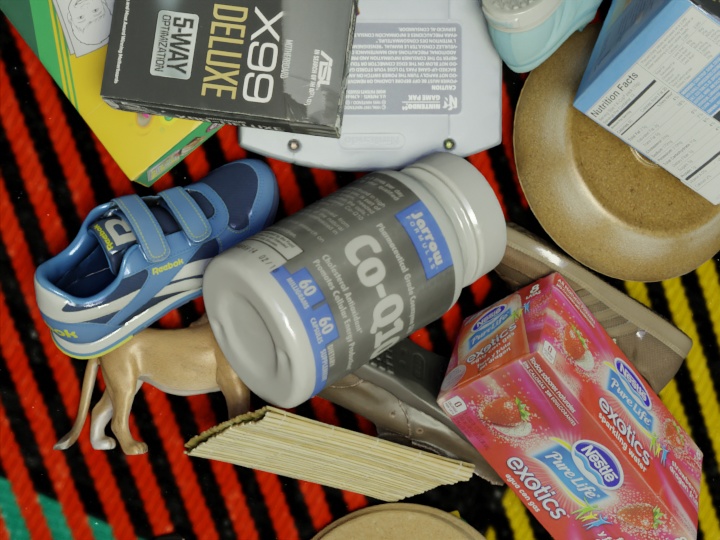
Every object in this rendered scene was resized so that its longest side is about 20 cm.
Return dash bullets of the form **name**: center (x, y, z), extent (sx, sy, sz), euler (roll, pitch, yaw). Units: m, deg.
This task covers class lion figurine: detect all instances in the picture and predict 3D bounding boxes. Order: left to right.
- **lion figurine**: center (-0.131, 0.067, 1.020), extent (0.197, 0.072, 0.124), euler (-5, 90, -3)

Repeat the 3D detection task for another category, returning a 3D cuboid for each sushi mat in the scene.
- **sushi mat**: center (-0.020, 0.135, 0.996), extent (0.199, 0.095, 0.012), euler (20, 58, -37)

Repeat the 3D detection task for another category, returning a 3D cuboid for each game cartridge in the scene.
- **game cartridge**: center (0.007, -0.141, 1.034), extent (0.197, 0.041, 0.135), euler (-1, 92, -7)

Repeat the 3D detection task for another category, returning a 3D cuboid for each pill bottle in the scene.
- **pill bottle**: center (0.000, 0.000, 0.966), extent (0.199, 0.113, 0.115), euler (-30, 100, -29)

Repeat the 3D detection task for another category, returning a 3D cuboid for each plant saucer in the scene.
- **plant saucer**: center (0.211, -0.094, 1.037), extent (0.198, 0.035, 0.203), euler (2, 81, -15)

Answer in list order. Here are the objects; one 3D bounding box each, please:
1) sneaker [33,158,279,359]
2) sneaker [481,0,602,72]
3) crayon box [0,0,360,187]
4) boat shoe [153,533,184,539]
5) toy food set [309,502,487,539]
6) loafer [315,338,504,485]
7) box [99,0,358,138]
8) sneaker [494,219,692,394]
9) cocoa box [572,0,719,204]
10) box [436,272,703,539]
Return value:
- **sneaker**: center (-0.144, -0.019, 0.990), extent (0.199, 0.083, 0.074), euler (-38, 56, -9)
- **sneaker**: center (0.159, -0.226, 1.032), extent (0.074, 0.082, 0.200), euler (34, 67, 31)
- **crayon box**: center (-0.129, -0.189, 0.975), extent (0.199, 0.058, 0.173), euler (-39, 84, 1)
- **boat shoe**: center (-0.109, 0.299, 1.033), extent (0.074, 0.093, 0.201), euler (-31, 98, -3)
- **toy food set**: center (0.028, 0.268, 1.026), extent (0.196, 0.049, 0.202), euler (-19, 57, 2)
- **loafer**: center (0.043, 0.102, 1.055), extent (0.199, 0.073, 0.071), euler (34, 125, -11)
- **box**: center (-0.077, -0.196, 0.919), extent (0.156, 0.050, 0.203), euler (8, 86, 3)
- **sneaker**: center (0.156, 0.033, 1.054), extent (0.199, 0.070, 0.076), euler (31, 97, -8)
- **cocoa box**: center (0.254, -0.178, 0.968), extent (0.130, 0.133, 0.201), euler (32, 52, -8)
- **box**: center (0.157, 0.116, 1.017), extent (0.095, 0.100, 0.200), euler (-29, 111, 32)
